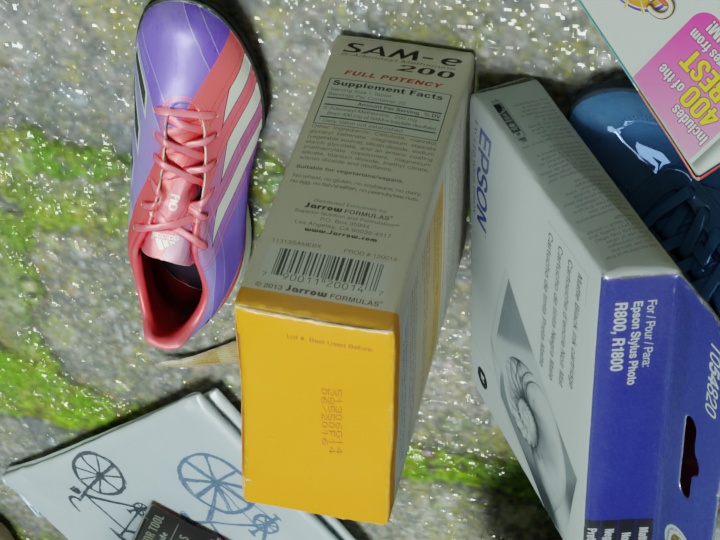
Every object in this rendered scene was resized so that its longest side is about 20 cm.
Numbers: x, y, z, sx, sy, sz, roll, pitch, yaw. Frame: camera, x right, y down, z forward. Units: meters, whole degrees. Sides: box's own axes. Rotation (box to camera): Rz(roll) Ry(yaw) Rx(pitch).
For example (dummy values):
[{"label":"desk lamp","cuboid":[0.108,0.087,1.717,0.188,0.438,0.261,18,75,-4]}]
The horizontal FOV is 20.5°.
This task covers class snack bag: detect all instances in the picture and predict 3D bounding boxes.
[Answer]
[{"label":"snack bag","cuboid":[-0.103,0.163,1.247,0.200,0.021,0.189,-24,118,39]}]

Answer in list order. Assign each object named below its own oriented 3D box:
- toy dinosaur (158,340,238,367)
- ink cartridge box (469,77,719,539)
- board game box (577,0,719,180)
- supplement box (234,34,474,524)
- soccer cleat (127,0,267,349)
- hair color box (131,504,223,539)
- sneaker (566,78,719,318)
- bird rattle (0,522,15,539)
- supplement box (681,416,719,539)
[{"label":"toy dinosaur","cuboid":[-0.028,0.046,1.093,0.101,0.058,0.200,42,156,-18]},{"label":"ink cartridge box","cuboid":[0.106,0.044,0.948,0.040,0.200,0.200,-16,133,-15]},{"label":"board game box","cuboid":[0.174,-0.151,0.798,0.200,0.040,0.153,-34,89,38]},{"label":"supplement box","cuboid":[0.000,0.000,0.933,0.073,0.200,0.126,9,132,9]},{"label":"soccer cleat","cuboid":[-0.089,-0.047,1.013,0.068,0.073,0.201,13,134,9]},{"label":"hair color box","cuboid":[-0.150,0.251,1.258,0.064,0.111,0.200,26,138,-1]},{"label":"sneaker","cuboid":[0.175,-0.011,0.944,0.200,0.079,0.066,39,134,-14]},{"label":"bird rattle","cuboid":[-0.298,0.215,1.321,0.163,0.113,0.200,-32,118,21]},{"label":"supplement box","cuboid":[0.236,0.120,1.031,0.199,0.086,0.111,12,134,11]}]
